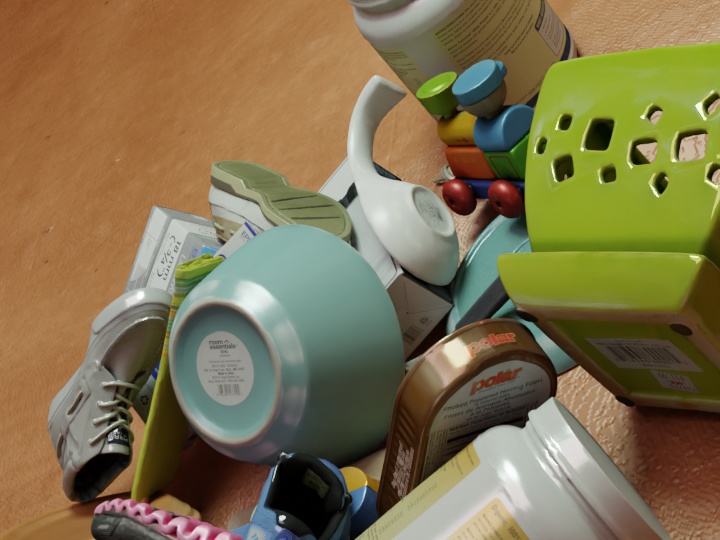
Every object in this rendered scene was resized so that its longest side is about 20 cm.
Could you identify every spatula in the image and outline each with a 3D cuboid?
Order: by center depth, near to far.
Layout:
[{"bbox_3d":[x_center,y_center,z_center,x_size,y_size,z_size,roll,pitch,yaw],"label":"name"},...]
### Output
[{"bbox_3d":[0.064,0.058,1.304,0.200,0.020,0.057,-44,50,19],"label":"spatula"}]

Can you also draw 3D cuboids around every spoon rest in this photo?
[{"bbox_3d":[0.030,-0.068,1.384,0.061,0.099,0.201,-39,47,30],"label":"spoon rest"}]

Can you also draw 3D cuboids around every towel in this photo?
[{"bbox_3d":[-0.154,0.087,1.380,0.018,0.086,0.202,16,101,15],"label":"towel"}]

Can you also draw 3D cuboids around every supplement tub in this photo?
[{"bbox_3d":[0.086,0.191,1.067,0.200,0.144,0.145,-40,33,7],"label":"supplement tub"},{"bbox_3d":[0.084,-0.221,1.461,0.144,0.200,0.146,-28,37,23],"label":"supplement tub"}]

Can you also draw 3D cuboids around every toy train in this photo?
[{"bbox_3d":[0.084,-0.115,1.398,0.085,0.116,0.199,-42,22,-21],"label":"toy train"}]

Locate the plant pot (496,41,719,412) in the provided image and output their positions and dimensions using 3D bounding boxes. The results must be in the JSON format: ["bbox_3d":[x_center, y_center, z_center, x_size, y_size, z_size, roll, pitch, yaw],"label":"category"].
[{"bbox_3d":[0.219,-0.017,1.109,0.199,0.199,0.183,2,61,47],"label":"plant pot"}]

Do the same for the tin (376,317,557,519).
[{"bbox_3d":[0.073,0.119,1.130,0.111,0.201,0.042,-17,46,-27],"label":"tin"}]

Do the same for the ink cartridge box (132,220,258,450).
[{"bbox_3d":[-0.126,0.059,1.430,0.200,0.037,0.095,-47,73,23],"label":"ink cartridge box"}]

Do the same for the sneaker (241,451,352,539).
[{"bbox_3d":[-0.034,0.168,1.145,0.090,0.078,0.200,-62,-1,14],"label":"sneaker"}]

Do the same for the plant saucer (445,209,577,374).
[{"bbox_3d":[0.144,0.001,1.316,0.199,0.027,0.201,-28,38,24],"label":"plant saucer"}]

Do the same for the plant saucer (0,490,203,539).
[{"bbox_3d":[-0.227,0.222,1.364,0.198,0.038,0.200,-13,6,1],"label":"plant saucer"}]

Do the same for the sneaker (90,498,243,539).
[{"bbox_3d":[-0.127,0.231,1.225,0.199,0.079,0.096,15,84,32],"label":"sneaker"}]

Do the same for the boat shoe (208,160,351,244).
[{"bbox_3d":[-0.069,-0.036,1.439,0.200,0.074,0.069,35,122,54],"label":"boat shoe"}]

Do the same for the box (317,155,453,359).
[{"bbox_3d":[0.000,0.000,1.420,0.117,0.060,0.201,-48,30,20],"label":"box"}]

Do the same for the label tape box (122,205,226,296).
[{"bbox_3d":[-0.151,0.039,1.514,0.200,0.063,0.145,33,106,57],"label":"label tape box"}]

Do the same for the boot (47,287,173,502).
[{"bbox_3d":[-0.201,0.110,1.391,0.200,0.073,0.096,-55,40,38],"label":"boot"}]

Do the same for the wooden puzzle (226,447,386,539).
[{"bbox_3d":[-0.040,0.225,1.255,0.184,0.046,0.201,-27,37,26],"label":"wooden puzzle"}]

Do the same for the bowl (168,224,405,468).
[{"bbox_3d":[-0.073,0.071,1.305,0.200,0.203,0.105,-15,0,37],"label":"bowl"}]
